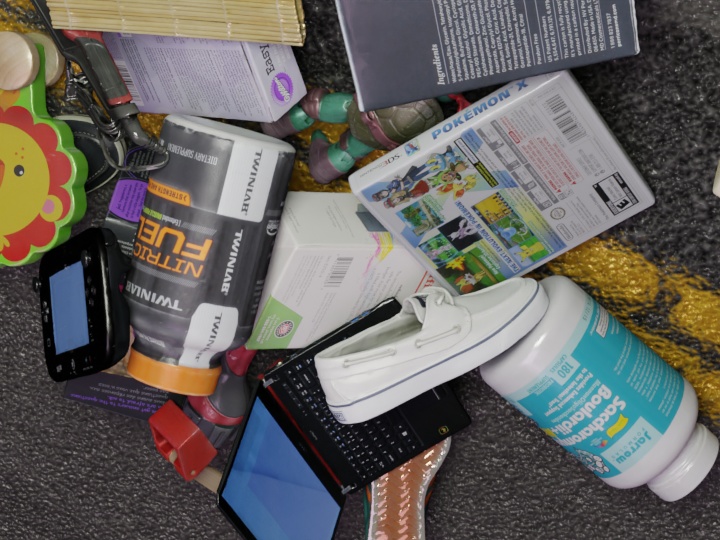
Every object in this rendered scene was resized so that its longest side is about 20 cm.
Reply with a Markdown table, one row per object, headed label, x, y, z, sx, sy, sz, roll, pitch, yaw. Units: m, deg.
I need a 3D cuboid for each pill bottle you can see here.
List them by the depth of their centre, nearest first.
| label | x | y | z | sx | sy | sz | roll | pitch | yaw |
| --- | --- | --- | --- | --- | --- | --- | --- | --- | --- |
| pill bottle | -0.121 | -0.009 | 1.354 | 0.105 | 0.106 | 0.202 | 15 | 97 | 5 |
| pill bottle | 0.203 | 0.104 | 1.479 | 0.200 | 0.111 | 0.111 | 39 | 124 | -12 |

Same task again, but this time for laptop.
| label | x | y | z | sx | sy | sz | roll | pitch | yaw |
| --- | --- | --- | --- | --- | --- | --- | --- | --- | --- |
| laptop | -0.009 | 0.153 | 1.463 | 0.199 | 0.104 | 0.178 | -30 | 132 | 2 |

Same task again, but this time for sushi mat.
| label | x | y | z | sx | sy | sz | roll | pitch | yaw |
| --- | --- | --- | --- | --- | --- | --- | --- | --- | --- |
| sushi mat | -0.137 | -0.212 | 1.272 | 0.198 | 0.012 | 0.096 | 6 | 123 | 14 |

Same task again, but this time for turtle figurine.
| label | x | y | z | sx | sy | sz | roll | pitch | yaw |
| --- | --- | --- | --- | --- | --- | --- | --- | --- | --- |
| turtle figurine | 0.024 | -0.136 | 1.380 | 0.199 | 0.101 | 0.150 | -21 | 116 | 32 |

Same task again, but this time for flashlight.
| label | x | y | z | sx | sy | sz | roll | pitch | yaw |
| --- | --- | --- | --- | --- | --- | --- | --- | --- | --- |
| flashlight | -0.098 | 0.068 | 1.564 | 0.067 | 0.068 | 0.201 | 12 | 130 | -29 |

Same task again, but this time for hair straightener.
| label | x | y | z | sx | sy | sz | roll | pitch | yaw |
| --- | --- | --- | --- | --- | --- | --- | --- | --- | --- |
| hair straightener | -0.199 | -0.149 | 1.348 | 0.201 | 0.041 | 0.077 | 56 | 151 | 21 |

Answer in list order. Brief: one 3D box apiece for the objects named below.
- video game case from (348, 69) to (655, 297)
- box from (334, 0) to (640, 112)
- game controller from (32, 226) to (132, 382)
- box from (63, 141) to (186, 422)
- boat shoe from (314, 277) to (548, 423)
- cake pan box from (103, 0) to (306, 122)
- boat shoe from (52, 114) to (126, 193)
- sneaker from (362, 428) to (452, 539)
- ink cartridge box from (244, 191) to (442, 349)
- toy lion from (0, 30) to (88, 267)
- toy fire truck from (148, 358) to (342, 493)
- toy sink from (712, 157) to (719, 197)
| label | x | y | z | sx | sy | sz | roll | pitch | yaw |
| --- | --- | --- | --- | --- | --- | --- | --- | --- | --- |
| video game case | 0.112 | -0.062 | 1.367 | 0.181 | 0.022 | 0.200 | -29 | 143 | 14 |
| box | 0.081 | -0.207 | 1.254 | 0.198 | 0.149 | 0.108 | -12 | 120 | 3 |
| game controller | -0.217 | 0.029 | 1.375 | 0.042 | 0.106 | 0.200 | 6 | 171 | -22 |
| box | -0.173 | 0.013 | 1.506 | 0.105 | 0.123 | 0.201 | 16 | 127 | -6 |
| boat shoe | 0.057 | 0.047 | 1.404 | 0.199 | 0.073 | 0.066 | -30 | 110 | -16 |
| cake pan box | -0.145 | -0.205 | 1.358 | 0.183 | 0.052 | 0.201 | 9 | 129 | 45 |
| boat shoe | -0.288 | -0.079 | 1.518 | 0.198 | 0.062 | 0.075 | -12 | 117 | 20 |
| sneaker | 0.035 | 0.177 | 1.602 | 0.071 | 0.080 | 0.202 | 8 | 104 | -8 |
| ink cartridge box | 0.000 | 0.000 | 1.457 | 0.198 | 0.068 | 0.118 | 1 | 134 | -33 |
| toy lion | -0.320 | -0.098 | 1.462 | 0.198 | 0.069 | 0.194 | 2 | 96 | 14 |
| toy fire truck | -0.088 | 0.155 | 1.551 | 0.049 | 0.141 | 0.201 | 36 | 161 | 40 |
| toy sink | 0.378 | -0.092 | 1.303 | 0.198 | 0.112 | 0.131 | 24 | 126 | 4 |
